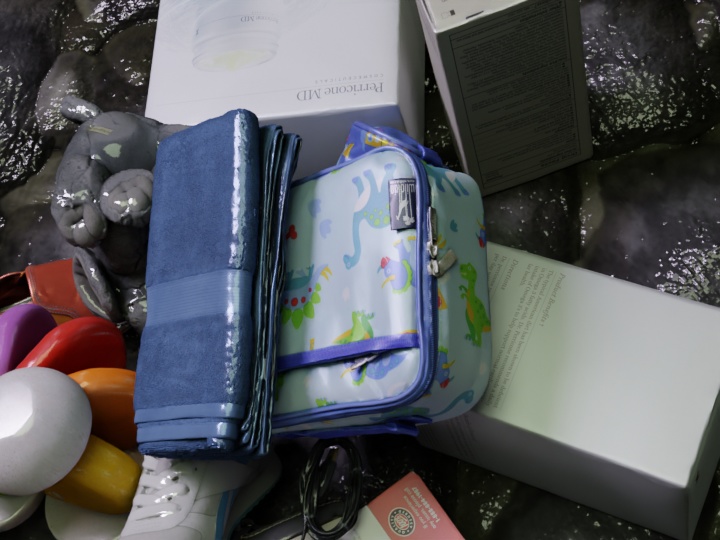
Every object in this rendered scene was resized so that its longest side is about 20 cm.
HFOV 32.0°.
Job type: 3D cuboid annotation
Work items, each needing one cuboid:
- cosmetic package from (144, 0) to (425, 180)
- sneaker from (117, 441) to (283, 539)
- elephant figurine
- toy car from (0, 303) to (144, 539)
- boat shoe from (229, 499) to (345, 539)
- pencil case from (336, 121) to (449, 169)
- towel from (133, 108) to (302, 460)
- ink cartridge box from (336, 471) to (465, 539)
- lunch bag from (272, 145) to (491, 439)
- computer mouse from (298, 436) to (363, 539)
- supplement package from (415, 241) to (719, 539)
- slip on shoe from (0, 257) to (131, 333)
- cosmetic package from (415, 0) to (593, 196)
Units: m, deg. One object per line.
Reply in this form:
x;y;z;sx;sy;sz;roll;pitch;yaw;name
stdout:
-0.053;-0.167;0.995;0.196;0.123;0.203;-5;62;12;cosmetic package
-0.116;0.141;0.802;0.075;0.082;0.200;-13;18;20;sneaker
-0.151;-0.002;0.910;0.139;0.202;0.156;1;40;9;elephant figurine
-0.228;0.096;0.862;0.197;0.176;0.152;6;62;18;toy car
-0.095;0.189;0.838;0.198;0.073;0.063;-25;61;5;boat shoe
0.000;0.000;0.877;0.086;0.077;0.203;20;92;41;pencil case
-0.089;0.012;0.760;0.111;0.048;0.204;-8;75;46;towel
-0.009;0.239;0.791;0.199;0.068;0.117;-35;59;-8;ink cartridge box
-0.013;0.022;0.774;0.198;0.082;0.164;-12;73;41;lunch bag
-0.049;0.192;0.773;0.058;0.034;0.202;23;63;14;computer mouse
0.136;0.075;0.815;0.197;0.118;0.118;18;67;23;supplement package
-0.234;0.023;0.969;0.197;0.062;0.075;-22;56;-5;slip on shoe
0.104;-0.147;0.898;0.102;0.201;0.074;-19;59;1;cosmetic package
